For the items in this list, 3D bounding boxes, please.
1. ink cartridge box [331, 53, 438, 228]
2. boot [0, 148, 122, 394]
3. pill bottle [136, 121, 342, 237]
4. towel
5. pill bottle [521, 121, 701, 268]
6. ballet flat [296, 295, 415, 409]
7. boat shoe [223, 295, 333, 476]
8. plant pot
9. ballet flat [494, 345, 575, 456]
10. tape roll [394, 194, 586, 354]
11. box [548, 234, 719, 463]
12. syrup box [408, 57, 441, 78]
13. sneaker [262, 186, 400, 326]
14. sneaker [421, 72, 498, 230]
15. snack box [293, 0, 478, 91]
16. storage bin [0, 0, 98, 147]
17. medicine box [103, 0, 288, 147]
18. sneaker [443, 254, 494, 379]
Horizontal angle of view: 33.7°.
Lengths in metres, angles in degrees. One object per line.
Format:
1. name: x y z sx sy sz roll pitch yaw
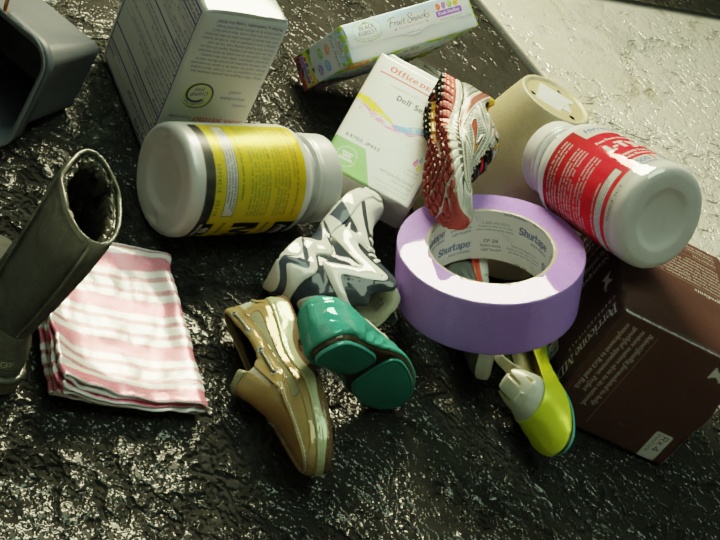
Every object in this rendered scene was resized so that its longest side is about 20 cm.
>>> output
1. ink cartridge box: 0.043 -0.167 1.380 0.116 0.067 0.202 27 68 1
2. boot: -0.263 -0.022 0.955 0.072 0.201 0.183 6 43 -34
3. pill bottle: -0.121 -0.095 1.234 0.198 0.115 0.115 -5 49 -41
4. towel: -0.217 0.040 1.063 0.145 0.030 0.202 13 40 -34
5. pill bottle: 0.262 -0.090 1.277 0.111 0.114 0.200 8 19 -31
6. ballet flat: -0.002 0.070 1.102 0.200 0.067 0.071 43 23 -60
7. boat shoe: -0.082 0.106 1.078 0.075 0.073 0.201 -3 40 -21
8. plant pot: 0.185 -0.128 1.438 0.185 0.201 0.189 20 34 -15
9. ballet flat: 0.174 0.116 1.260 0.066 0.067 0.201 29 28 -20
10. tape roll: 0.134 0.000 1.249 0.196 0.066 0.202 1 37 -1
11. box: 0.308 0.069 1.337 0.162 0.167 0.201 25 35 -13
12. syrup box: 0.050 -0.195 1.521 0.081 0.079 0.200 36 35 5
13. sneaker: 0.000 0.000 1.249 0.129 0.080 0.199 40 35 7
14. sneaker: 0.115 -0.130 1.287 0.081 0.078 0.203 14 54 -13
15. snack box: 0.031 -0.292 1.520 0.198 0.142 0.054 -22 92 -28
16. storage bin: -0.367 -0.243 1.205 0.199 0.146 0.134 38 25 7
17. medicine box: -0.184 -0.248 1.290 0.102 0.201 0.184 1 46 -34
18. sneaker: 0.103 0.044 1.302 0.080 0.078 0.201 5 35 -7
